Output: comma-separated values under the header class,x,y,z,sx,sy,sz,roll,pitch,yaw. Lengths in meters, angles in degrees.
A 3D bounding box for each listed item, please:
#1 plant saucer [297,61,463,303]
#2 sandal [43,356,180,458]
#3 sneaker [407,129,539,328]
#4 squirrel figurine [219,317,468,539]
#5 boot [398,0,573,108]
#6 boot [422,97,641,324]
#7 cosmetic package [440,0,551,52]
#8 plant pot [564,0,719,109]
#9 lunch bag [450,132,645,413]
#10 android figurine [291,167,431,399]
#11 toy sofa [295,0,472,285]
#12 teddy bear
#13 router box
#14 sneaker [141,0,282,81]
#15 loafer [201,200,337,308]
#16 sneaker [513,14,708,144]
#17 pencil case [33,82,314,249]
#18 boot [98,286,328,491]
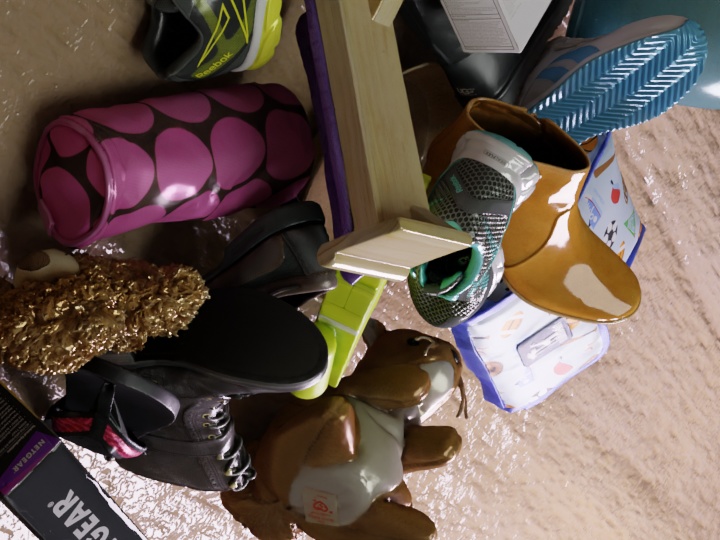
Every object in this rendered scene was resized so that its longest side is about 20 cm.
class,x,y,z,sx,sy,sz,roll,pitch,yaw
plant saucer,0.010,-0.070,1.608,0.200,0.035,0.200,-36,144,-31
sandal,-0.166,0.100,1.402,0.045,0.075,0.200,-66,-172,-23
sneaker,0.059,-0.011,1.532,0.091,0.078,0.200,-56,168,-34
squirrel figurine,-0.011,0.122,1.681,0.200,0.142,0.187,-27,-157,38
boot,0.074,-0.228,1.529,0.200,0.066,0.165,49,53,-45
boot,0.138,-0.040,1.568,0.071,0.201,0.144,-65,-172,-29
cosmetic package,0.113,-0.243,1.481,0.200,0.051,0.083,-59,139,-33
plant pot,0.276,-0.208,1.653,0.200,0.188,0.200,22,90,-80
lunch bag,0.138,-0.004,1.739,0.200,0.124,0.170,-62,151,-21
android figurine,0.000,0.000,1.512,0.200,0.041,0.182,108,8,-62
toy sofa,-0.007,-0.095,1.377,0.083,0.098,0.200,12,63,-55
teddy bear,-0.165,0.013,1.332,0.200,0.145,0.067,-7,109,-58
router box,-0.209,0.120,1.356,0.051,0.149,0.200,-45,149,-10
sneaker,-0.089,-0.192,1.308,0.085,0.074,0.200,-29,138,-33
loafer,-0.075,0.024,1.465,0.072,0.063,0.200,-15,162,-33
sneaker,0.160,-0.139,1.581,0.077,0.200,0.081,38,42,-32
pencil case,-0.119,-0.063,1.384,0.200,0.091,0.094,-11,160,-49
boot,-0.099,0.089,1.468,0.174,0.200,0.069,72,33,-47
